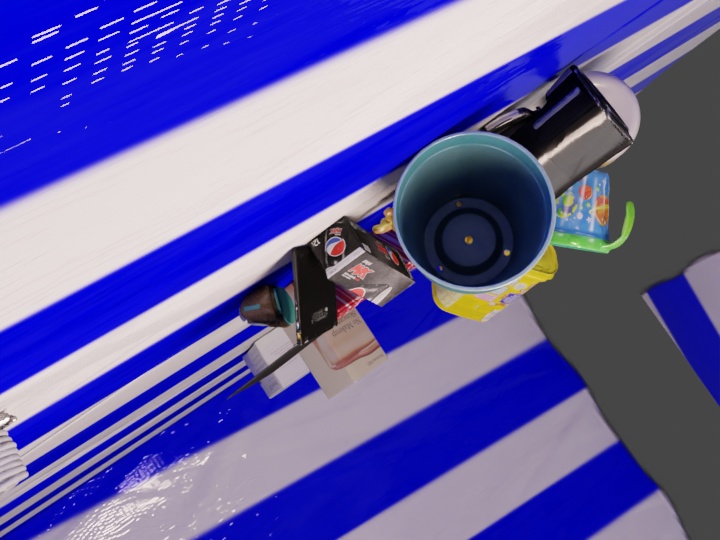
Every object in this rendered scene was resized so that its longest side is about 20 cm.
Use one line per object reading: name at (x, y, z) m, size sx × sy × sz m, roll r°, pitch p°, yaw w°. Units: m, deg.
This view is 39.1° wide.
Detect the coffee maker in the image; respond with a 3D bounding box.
coffee maker at (0.283, -0.165, 1.454) m, size 0.200 × 0.193 × 0.135 m, roll -38°, pitch 159°, yaw 21°

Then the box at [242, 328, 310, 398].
box at (-0.164, 0.197, 2.495) m, size 0.200 × 0.131 × 0.199 m, roll -34°, pitch 176°, yaw -21°

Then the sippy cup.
sippy cup at (0.351, -0.103, 1.669) m, size 0.177 × 0.131 × 0.140 m, roll 9°, pitch -179°, yaw -2°

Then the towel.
towel at (0.000, 0.000, 1.680) m, size 0.200 × 0.023 × 0.144 m, roll -33°, pitch -143°, yaw -21°

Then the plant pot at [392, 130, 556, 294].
plant pot at (0.146, -0.056, 1.328) m, size 0.200 × 0.200 × 0.188 m, roll -35°, pitch 168°, yaw -3°

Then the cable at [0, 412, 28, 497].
cable at (-0.441, 0.239, 1.045) m, size 0.200 × 0.069 × 0.200 m, roll -32°, pitch 175°, yaw -38°

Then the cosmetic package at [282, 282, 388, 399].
cosmetic package at (-0.056, 0.105, 1.753) m, size 0.103 × 0.200 × 0.087 m, roll -31°, pitch 175°, yaw -46°

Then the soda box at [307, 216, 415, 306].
soda box at (0.005, -0.009, 1.450) m, size 0.071 × 0.063 × 0.200 m, roll -36°, pitch 155°, yaw 12°

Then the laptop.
laptop at (-0.111, 0.065, 1.437) m, size 0.115 × 0.201 × 0.187 m, roll -2°, pitch -175°, yaw 13°

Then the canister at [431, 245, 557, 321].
canister at (0.242, 0.009, 1.870) m, size 0.148 × 0.087 × 0.200 m, roll 17°, pitch 142°, yaw -27°

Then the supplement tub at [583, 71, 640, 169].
supplement tub at (0.373, -0.239, 1.653) m, size 0.145 × 0.146 × 0.200 m, roll -35°, pitch 176°, yaw 9°

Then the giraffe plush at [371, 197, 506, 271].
giraffe plush at (0.114, -0.073, 1.503) m, size 0.162 × 0.200 × 0.173 m, roll 8°, pitch 111°, yaw -60°

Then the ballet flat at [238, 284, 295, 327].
ballet flat at (-0.145, 0.059, 1.527) m, size 0.072 × 0.068 × 0.200 m, roll -15°, pitch 177°, yaw 2°
